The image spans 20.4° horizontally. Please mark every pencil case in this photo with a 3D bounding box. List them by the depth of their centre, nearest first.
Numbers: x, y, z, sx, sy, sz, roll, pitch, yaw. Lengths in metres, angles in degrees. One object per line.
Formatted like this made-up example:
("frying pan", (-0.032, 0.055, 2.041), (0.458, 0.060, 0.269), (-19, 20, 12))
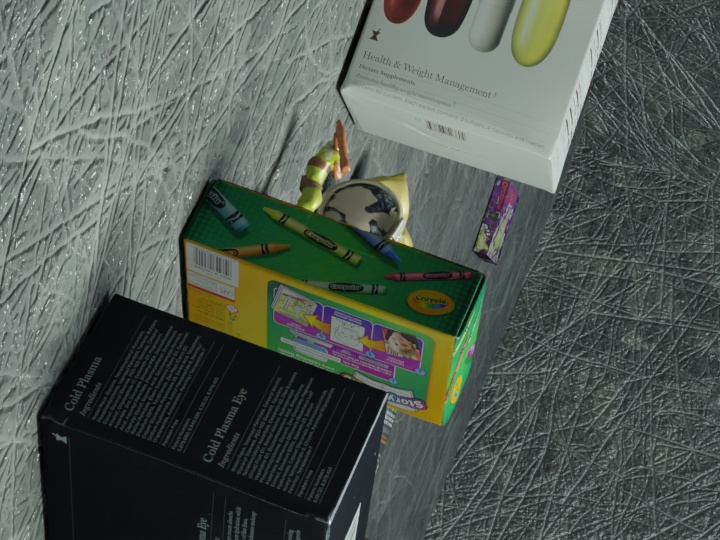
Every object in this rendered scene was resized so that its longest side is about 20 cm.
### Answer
("pencil case", (0.000, 0.000, 1.799), (0.200, 0.089, 0.078), (92, 16, -59))

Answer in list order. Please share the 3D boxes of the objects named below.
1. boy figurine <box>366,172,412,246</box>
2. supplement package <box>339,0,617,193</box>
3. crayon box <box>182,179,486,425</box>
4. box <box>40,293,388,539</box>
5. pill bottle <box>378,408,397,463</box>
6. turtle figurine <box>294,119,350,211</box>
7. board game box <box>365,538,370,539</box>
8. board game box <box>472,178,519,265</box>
("boy figurine", (0.036, -0.017, 1.926), (0.125, 0.064, 0.201), (-104, 176, -53))
("supplement package", (0.109, -0.201, 1.720), (0.147, 0.190, 0.201), (58, 50, -79))
("crayon box", (-0.020, 0.023, 1.365), (0.119, 0.199, 0.058), (95, 17, -57))
("box", (-0.091, 0.138, 1.229), (0.201, 0.181, 0.104), (99, 13, -50))
("pill bottle", (-0.038, 0.183, 1.883), (0.106, 0.106, 0.201), (69, 40, -76))
("turtle figurine", (-0.055, -0.008, 1.531), (0.161, 0.064, 0.201), (104, -2, -75))
("board game box", (0.037, 0.487, 2.646), (0.200, 0.199, 0.201), (81, 30, -71))
("board game box", (0.216, -0.075, 3.157), (0.200, 0.032, 0.121), (24, 81, -81))
